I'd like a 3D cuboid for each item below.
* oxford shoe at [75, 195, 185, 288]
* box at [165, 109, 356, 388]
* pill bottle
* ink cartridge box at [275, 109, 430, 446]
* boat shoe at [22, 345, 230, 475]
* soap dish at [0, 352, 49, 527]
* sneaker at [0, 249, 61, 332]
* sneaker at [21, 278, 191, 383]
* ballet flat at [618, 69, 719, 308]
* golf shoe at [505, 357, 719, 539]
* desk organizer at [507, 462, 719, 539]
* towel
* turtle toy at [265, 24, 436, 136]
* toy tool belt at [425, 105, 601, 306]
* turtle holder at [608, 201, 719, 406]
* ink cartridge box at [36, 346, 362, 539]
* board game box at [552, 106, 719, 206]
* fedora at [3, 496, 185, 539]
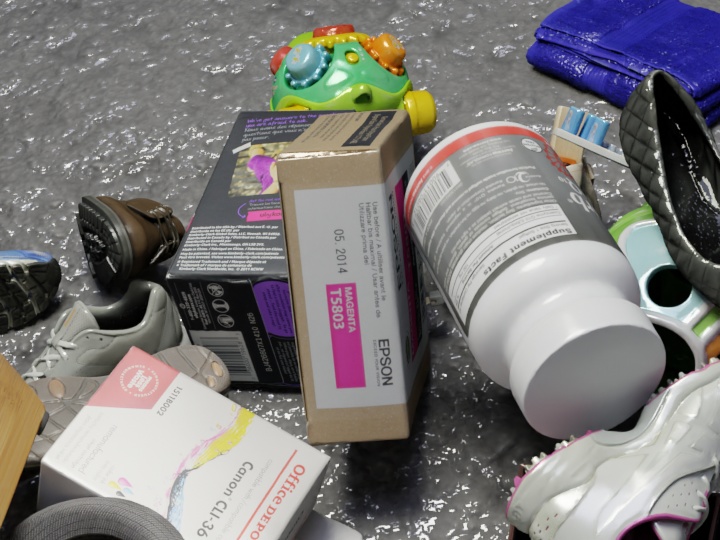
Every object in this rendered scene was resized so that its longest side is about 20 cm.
[{"bbox_3d":[-0.182,-0.032,1.252,0.083,0.074,0.200,-14,8,-10],"label":"oxford shoe"},{"bbox_3d":[-0.062,-0.020,1.223,0.105,0.123,0.201,1,42,17],"label":"box"},{"bbox_3d":[0.110,0.005,0.998,0.115,0.117,0.201,-18,44,-7],"label":"pill bottle"},{"bbox_3d":[0.000,0.000,1.090,0.074,0.203,0.165,-3,15,9],"label":"ink cartridge box"},{"bbox_3d":[-0.188,0.120,1.138,0.198,0.074,0.075,-13,46,-10],"label":"boat shoe"},{"bbox_3d":[-0.283,0.168,1.029,0.081,0.201,0.158,25,41,-13],"label":"soap dish"},{"bbox_3d":[-0.346,0.001,1.307,0.197,0.079,0.090,-5,44,9],"label":"sneaker"},{"bbox_3d":[-0.225,0.072,1.185,0.199,0.093,0.076,-33,45,-21],"label":"sneaker"},{"bbox_3d":[0.223,-0.045,1.012,0.066,0.057,0.201,-20,57,-12],"label":"ballet flat"},{"bbox_3d":[0.186,0.123,0.933,0.199,0.076,0.092,-28,58,-15],"label":"golf shoe"},{"bbox_3d":[0.187,0.183,0.967,0.198,0.078,0.072,6,44,20],"label":"desk organizer"},{"bbox_3d":[0.265,-0.204,1.404,0.147,0.050,0.199,-37,47,-25],"label":"towel"},{"bbox_3d":[-0.024,-0.162,1.368,0.144,0.102,0.200,-9,7,-15],"label":"turtle toy"},{"bbox_3d":[0.089,-0.053,1.213,0.197,0.124,0.125,-11,15,1],"label":"toy tool belt"},{"bbox_3d":[0.202,0.021,1.076,0.185,0.142,0.132,38,38,9],"label":"turtle holder"},{"bbox_3d":[-0.099,0.151,1.030,0.198,0.068,0.117,28,48,8],"label":"ink cartridge box"},{"bbox_3d":[0.268,-0.059,1.152,0.199,0.199,0.026,28,98,35],"label":"board game box"},{"bbox_3d":[-0.151,0.237,0.960,0.198,0.090,0.179,-3,64,40],"label":"fedora"}]
